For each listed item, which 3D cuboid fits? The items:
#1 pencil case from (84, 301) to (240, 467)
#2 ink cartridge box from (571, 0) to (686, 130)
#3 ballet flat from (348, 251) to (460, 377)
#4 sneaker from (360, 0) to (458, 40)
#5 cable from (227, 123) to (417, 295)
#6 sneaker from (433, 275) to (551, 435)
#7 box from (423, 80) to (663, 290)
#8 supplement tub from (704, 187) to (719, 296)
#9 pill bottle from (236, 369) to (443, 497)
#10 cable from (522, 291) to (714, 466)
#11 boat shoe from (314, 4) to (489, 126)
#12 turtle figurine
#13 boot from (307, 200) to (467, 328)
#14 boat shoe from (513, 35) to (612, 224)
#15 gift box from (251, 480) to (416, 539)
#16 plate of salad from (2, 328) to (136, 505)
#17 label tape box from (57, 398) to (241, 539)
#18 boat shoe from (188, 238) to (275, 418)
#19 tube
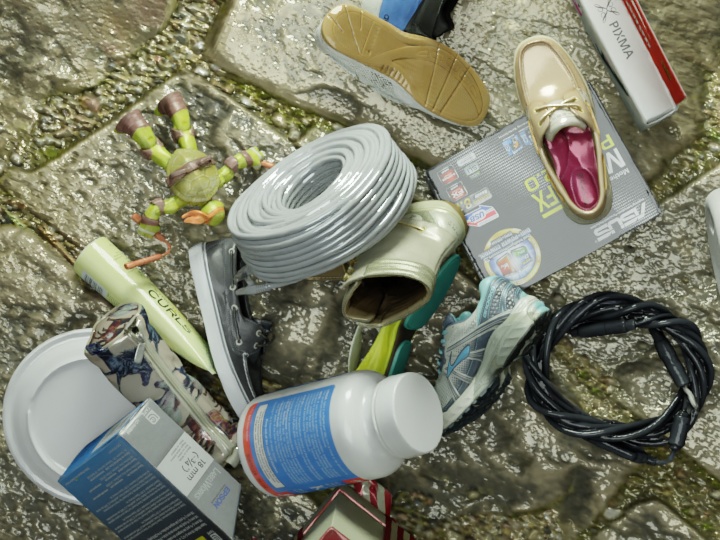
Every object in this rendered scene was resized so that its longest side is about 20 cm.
[{"bbox_3d":[-0.202,0.127,1.598,0.078,0.089,0.200,-44,108,-16],"label":"pencil case"},{"bbox_3d":[0.255,-0.240,1.519,0.043,0.174,0.200,-27,88,8],"label":"ink cartridge box"},{"bbox_3d":[0.034,0.057,1.616,0.067,0.067,0.200,28,96,22],"label":"ballet flat"},{"bbox_3d":[0.084,-0.339,1.587,0.111,0.077,0.200,22,99,12],"label":"sneaker"},{"bbox_3d":[-0.040,-0.071,1.557,0.200,0.200,0.069,-13,124,34],"label":"cable"},{"bbox_3d":[0.117,0.089,1.591,0.086,0.078,0.200,45,118,21],"label":"sneaker"},{"bbox_3d":[0.190,-0.081,1.598,0.200,0.044,0.160,-28,87,8],"label":"box"},{"bbox_3d":[0.453,-0.028,1.513,0.199,0.145,0.145,-11,90,8],"label":"supplement tub"},{"bbox_3d":[-0.020,0.163,1.555,0.200,0.112,0.113,-17,89,37],"label":"pill bottle"},{"bbox_3d":[0.264,0.103,1.590,0.200,0.051,0.164,25,95,7],"label":"cable"},{"bbox_3d":[0.043,-0.212,1.606,0.200,0.069,0.071,30,76,-13],"label":"boat shoe"},{"bbox_3d":[-0.194,-0.102,1.622,0.200,0.064,0.161,-32,80,-11],"label":"turtle figurine"},{"bbox_3d":[0.000,0.000,1.555,0.200,0.155,0.072,-11,117,25],"label":"boot"},{"bbox_3d":[0.207,-0.144,1.537,0.074,0.069,0.200,-21,89,7],"label":"boat shoe"},{"bbox_3d":[-0.017,0.326,1.564,0.200,0.187,0.185,44,97,-2],"label":"gift box"},{"bbox_3d":[-0.288,0.159,1.663,0.199,0.048,0.201,0,100,-2],"label":"plate of salad"},{"bbox_3d":[-0.198,0.244,1.591,0.200,0.063,0.144,45,135,-9],"label":"label tape box"},{"bbox_3d":[-0.126,0.060,1.638,0.066,0.070,0.201,-17,82,9],"label":"boat shoe"},{"bbox_3d":[-0.221,0.045,1.649,0.200,0.058,0.052,42,135,10],"label":"tube"}]
